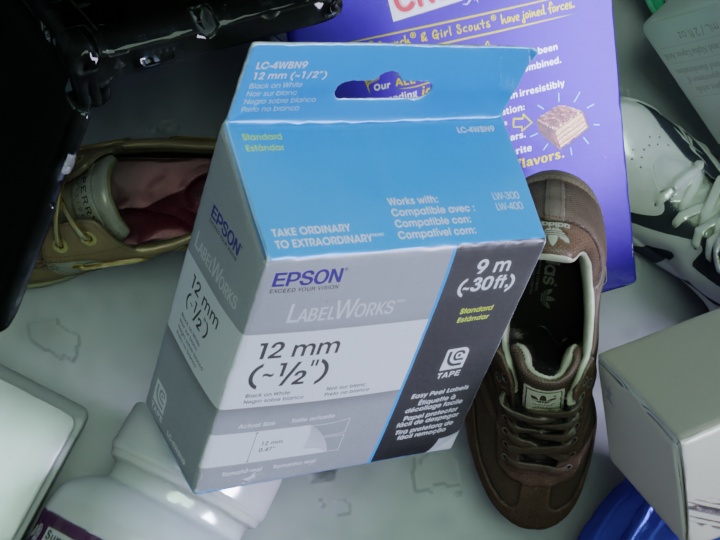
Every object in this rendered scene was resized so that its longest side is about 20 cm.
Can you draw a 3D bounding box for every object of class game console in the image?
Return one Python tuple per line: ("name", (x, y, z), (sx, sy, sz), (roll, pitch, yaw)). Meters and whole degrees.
("game console", (-0.113, -0.083, 0.666), (0.176, 0.200, 0.117), (-18, 120, -16))

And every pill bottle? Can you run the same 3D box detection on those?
("pill bottle", (-0.119, 0.169, 0.690), (0.112, 0.112, 0.200), (29, 76, -5))

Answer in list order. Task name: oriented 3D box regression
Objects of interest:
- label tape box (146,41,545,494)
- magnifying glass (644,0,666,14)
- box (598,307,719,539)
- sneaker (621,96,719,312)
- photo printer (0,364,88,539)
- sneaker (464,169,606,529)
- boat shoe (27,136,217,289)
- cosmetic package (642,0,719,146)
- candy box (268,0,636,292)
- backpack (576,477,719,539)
("label tape box", (0.000, 0.000, 0.635), (0.143, 0.200, 0.066), (-5, 44, -32))
("magnifying glass", (0.159, -0.201, 0.827), (0.200, 0.022, 0.080), (35, 120, -7))
("box", (0.220, 0.051, 0.686), (0.200, 0.082, 0.068), (-19, 122, -10))
("sneaker", (0.204, -0.025, 0.778), (0.079, 0.130, 0.199), (-33, 87, -16))
("photo printer", (-0.257, 0.096, 0.698), (0.200, 0.069, 0.167), (29, 76, -5))
("sneaker", (0.083, 0.054, 0.713), (0.070, 0.076, 0.200), (3, 115, 9))
("boat shoe", (-0.133, -0.037, 0.747), (0.200, 0.066, 0.074), (-13, 84, -11))
("cosmetic package", (0.253, -0.080, 0.791), (0.074, 0.102, 0.200), (-39, 102, -15))
("candy box", (0.046, -0.076, 0.744), (0.169, 0.077, 0.200), (-14, 113, -13))
("backpack", (0.207, 0.181, 0.725), (0.200, 0.168, 0.163), (35, 69, 1))
